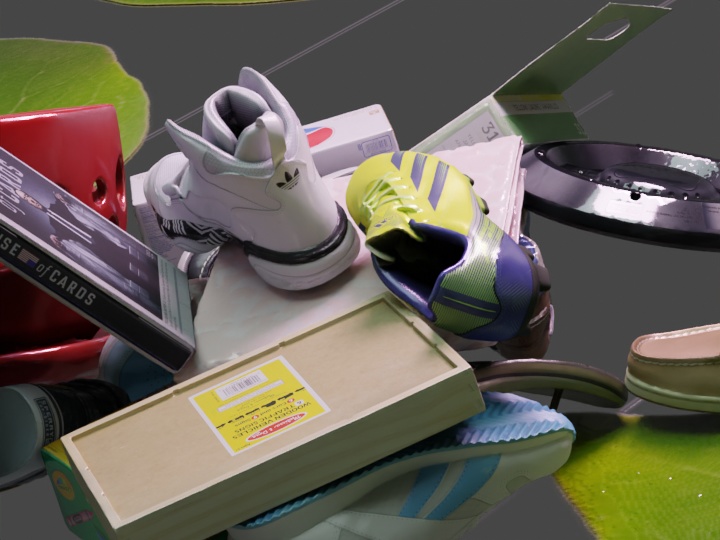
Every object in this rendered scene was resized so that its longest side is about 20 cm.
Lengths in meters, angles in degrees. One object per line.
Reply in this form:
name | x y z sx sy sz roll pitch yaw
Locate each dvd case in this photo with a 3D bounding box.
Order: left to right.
dvd case | -0.186 -0.023 1.423 0.025 0.200 0.150 -52 15 10

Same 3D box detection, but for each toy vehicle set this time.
toy vehicle set | -0.049 0.080 1.257 0.199 0.027 0.124 -24 24 -10

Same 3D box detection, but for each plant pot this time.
plant pot | -0.249 -0.011 1.584 0.199 0.184 0.200 -6 3 0

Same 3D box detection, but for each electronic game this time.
electronic game | 0.188 -0.045 1.537 0.199 0.042 0.200 7 14 -2

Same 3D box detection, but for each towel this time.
towel | 0.000 0.000 1.440 0.199 0.032 0.191 -12 32 19

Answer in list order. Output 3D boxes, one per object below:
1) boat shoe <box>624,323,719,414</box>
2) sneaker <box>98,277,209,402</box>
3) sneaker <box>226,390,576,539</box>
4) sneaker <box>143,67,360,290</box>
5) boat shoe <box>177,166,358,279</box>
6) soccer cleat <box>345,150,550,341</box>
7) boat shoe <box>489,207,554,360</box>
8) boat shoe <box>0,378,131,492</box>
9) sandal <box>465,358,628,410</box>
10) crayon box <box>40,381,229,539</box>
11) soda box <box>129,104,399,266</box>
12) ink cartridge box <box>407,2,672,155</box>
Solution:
boat shoe | 0.242 0.035 1.334 0.199 0.067 0.074 -5 22 17
sneaker | -0.065 0.053 1.496 0.199 0.080 0.131 -18 21 -2
sneaker | 0.023 0.123 1.266 0.199 0.081 0.076 -19 23 -18
sneaker | -0.081 -0.066 1.454 0.075 0.115 0.200 -35 32 -21
boat shoe | -0.037 -0.024 1.664 0.200 0.076 0.060 -32 21 -33
soccer cleat | 0.031 -0.022 1.335 0.083 0.065 0.200 12 18 -30
boat shoe | 0.081 0.006 1.514 0.072 0.073 0.200 -15 17 4
boat shoe | -0.234 0.111 1.503 0.200 0.071 0.091 -13 -7 38
sandal | 0.055 0.081 1.359 0.200 0.058 0.080 -5 -1 -22
crayon box | -0.084 0.126 1.360 0.118 0.059 0.200 -26 25 -23
soda box | -0.067 -0.059 1.782 0.199 0.064 0.068 -16 22 -2
ink cartridge box | 0.120 -0.103 1.621 0.200 0.048 0.145 -33 -9 22
